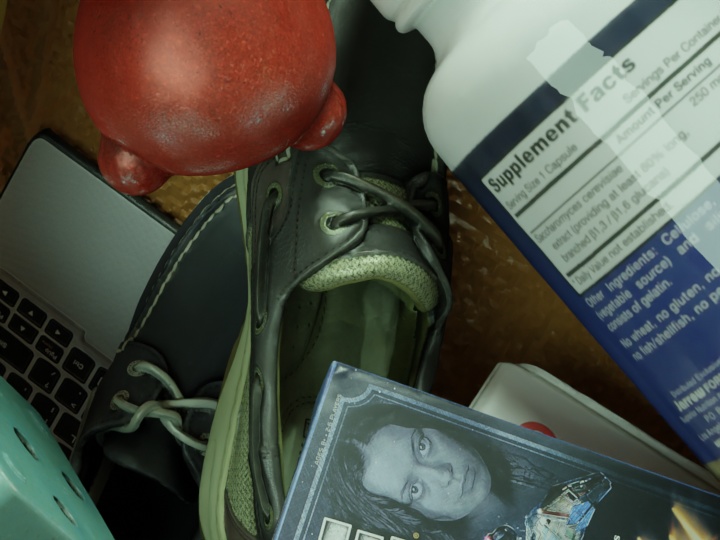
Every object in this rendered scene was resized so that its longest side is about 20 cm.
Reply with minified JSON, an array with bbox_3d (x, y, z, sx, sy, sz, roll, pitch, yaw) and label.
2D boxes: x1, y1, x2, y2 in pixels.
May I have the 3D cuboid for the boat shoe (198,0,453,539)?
[{"bbox_3d":[-0.001,0.000,0.800,0.071,0.066,0.203,11,87,-25],"label":"boat shoe"}]

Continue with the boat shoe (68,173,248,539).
[{"bbox_3d":[-0.054,0.060,0.833,0.072,0.063,0.201,20,83,6],"label":"boat shoe"}]

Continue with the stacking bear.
[{"bbox_3d":[-0.058,-0.124,0.743,0.121,0.114,0.202,-18,105,-21],"label":"stacking bear"}]

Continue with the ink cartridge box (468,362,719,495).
[{"bbox_3d":[0.047,0.152,0.777,0.146,0.201,0.086,32,154,5],"label":"ink cartridge box"}]

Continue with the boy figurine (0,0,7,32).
[{"bbox_3d":[-0.137,-0.061,0.821,0.064,0.124,0.201,10,104,-27],"label":"boy figurine"}]

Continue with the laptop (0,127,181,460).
[{"bbox_3d":[-0.097,0.097,0.867,0.187,0.116,0.201,36,114,7],"label":"laptop"}]

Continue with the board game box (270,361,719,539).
[{"bbox_3d":[0.024,0.139,0.713,0.135,0.035,0.201,19,66,-2],"label":"board game box"}]

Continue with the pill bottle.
[{"bbox_3d":[0.088,-0.040,0.763,0.111,0.111,0.200,-41,88,25],"label":"pill bottle"}]

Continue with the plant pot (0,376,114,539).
[{"bbox_3d":[-0.173,0.110,0.769,0.200,0.141,0.142,-38,51,0],"label":"plant pot"}]
